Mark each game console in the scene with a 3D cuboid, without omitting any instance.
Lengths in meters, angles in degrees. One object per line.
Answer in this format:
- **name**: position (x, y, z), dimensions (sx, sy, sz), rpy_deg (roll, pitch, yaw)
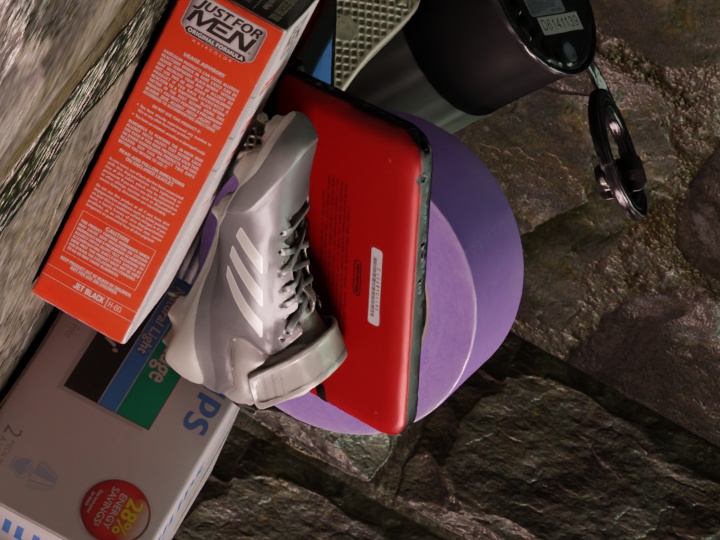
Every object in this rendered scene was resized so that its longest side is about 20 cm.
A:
- **game console**: position (0.002, -0.036, 1.412), dimensions (0.119, 0.172, 0.200), rpy_deg (-28, 133, -40)

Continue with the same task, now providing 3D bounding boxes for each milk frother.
- **milk frother**: position (0.079, -0.104, 1.628), dimensions (0.188, 0.200, 0.180), rpy_deg (-27, 157, 35)

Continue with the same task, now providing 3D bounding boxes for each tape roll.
- **tape roll**: position (0.000, 0.000, 1.585), dimensions (0.085, 0.200, 0.200), rpy_deg (-36, 159, -58)

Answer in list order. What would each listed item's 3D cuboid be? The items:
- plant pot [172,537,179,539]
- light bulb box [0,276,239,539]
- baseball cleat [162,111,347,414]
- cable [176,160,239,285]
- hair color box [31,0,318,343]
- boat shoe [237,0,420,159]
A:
- **plant pot**: position (-0.218, 0.282, 1.839), dimensions (0.200, 0.180, 0.200), rpy_deg (-60, 180, 2)
- **light bulb box**: position (-0.166, 0.124, 1.506), dimensions (0.198, 0.125, 0.200), rpy_deg (-61, 178, -34)
- **baseball cleat**: position (-0.042, 0.000, 1.350), dimensions (0.070, 0.106, 0.200), rpy_deg (-52, 172, -45)
- **cable**: position (-0.122, -0.010, 1.717), dimensions (0.200, 0.069, 0.200), rpy_deg (-61, 179, 14)
- **hair color box**: position (-0.098, -0.070, 1.306), dimensions (0.200, 0.061, 0.102), rpy_deg (-60, 180, 21)
- **boat shoe**: position (-0.043, -0.132, 1.521), dimensions (0.200, 0.075, 0.062), rpy_deg (-43, -168, -27)
